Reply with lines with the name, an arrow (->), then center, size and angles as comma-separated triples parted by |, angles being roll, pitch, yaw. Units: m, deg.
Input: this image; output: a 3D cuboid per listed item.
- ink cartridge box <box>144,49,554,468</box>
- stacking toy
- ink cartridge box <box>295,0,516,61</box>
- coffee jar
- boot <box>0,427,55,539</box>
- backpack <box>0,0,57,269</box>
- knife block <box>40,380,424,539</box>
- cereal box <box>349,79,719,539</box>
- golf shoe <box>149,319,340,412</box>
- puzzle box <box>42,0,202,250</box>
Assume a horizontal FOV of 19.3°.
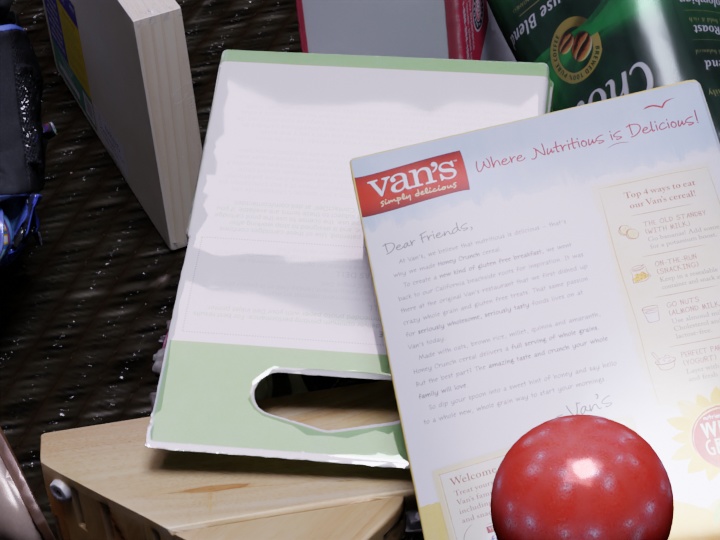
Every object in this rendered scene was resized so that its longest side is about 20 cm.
ink cartridge box -> 0.000, 0.000, 0.870 | 0.145, 0.048, 0.200 | 4, 59, 7
stacking toy -> 0.075, 0.129, 0.665 | 0.085, 0.200, 0.085 | -4, 38, 3
ink cartridge box -> 0.040, -0.137, 1.065 | 0.083, 0.145, 0.200 | 6, 39, 17
coffee jar -> 0.133, -0.070, 0.938 | 0.085, 0.104, 0.200 | 5, 58, -48
boot -> -0.227, 0.083, 0.887 | 0.146, 0.070, 0.200 | -25, 37, -16
backpack -> -0.236, -0.057, 1.010 | 0.182, 0.135, 0.200 | -9, 4, -7
knife block -> -0.003, 0.083, 0.850 | 0.200, 0.064, 0.176 | 21, 44, 32
cereal box -> 0.082, 0.029, 0.788 | 0.144, 0.040, 0.200 | -12, 56, 3
golf shoe -> -0.028, 0.011, 0.944 | 0.092, 0.073, 0.200 | 4, 43, 10
puzzle box -> -0.126, -0.117, 1.074 | 0.025, 0.133, 0.200 | -19, 39, -15
